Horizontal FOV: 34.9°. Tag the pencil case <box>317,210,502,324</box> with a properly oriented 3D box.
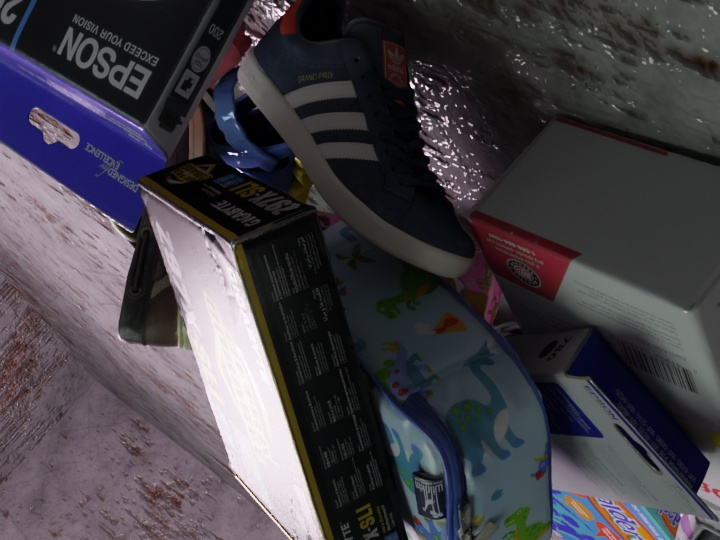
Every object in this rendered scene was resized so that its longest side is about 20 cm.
[{"bbox_3d":[0.000,0.000,0.770,0.197,0.087,0.084,11,132,7],"label":"pencil case"}]

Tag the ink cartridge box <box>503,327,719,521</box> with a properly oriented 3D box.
[{"bbox_3d":[0.118,0.081,0.626,0.100,0.039,0.200,48,165,-9],"label":"ink cartridge box"}]

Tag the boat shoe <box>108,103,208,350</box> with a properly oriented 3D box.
[{"bbox_3d":[-0.132,-0.039,0.749,0.072,0.065,0.203,109,158,-54],"label":"boat shoe"}]

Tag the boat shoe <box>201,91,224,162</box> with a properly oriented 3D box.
[{"bbox_3d":[-0.162,-0.129,0.957,0.199,0.066,0.074,46,162,-13],"label":"boat shoe"}]

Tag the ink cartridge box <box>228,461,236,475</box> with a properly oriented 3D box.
[{"bbox_3d":[-0.046,0.164,1.148,0.085,0.146,0.200,45,159,-2],"label":"ink cartridge box"}]

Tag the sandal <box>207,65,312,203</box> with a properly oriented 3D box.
[{"bbox_3d":[-0.066,-0.091,0.792,0.086,0.081,0.200,8,158,-12],"label":"sandal"}]

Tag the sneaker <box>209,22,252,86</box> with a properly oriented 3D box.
[{"bbox_3d":[-0.132,-0.188,0.763,0.201,0.086,0.074,59,177,31],"label":"sneaker"}]

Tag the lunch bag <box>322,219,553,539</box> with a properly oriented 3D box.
[{"bbox_3d":[0.025,0.079,0.645,0.200,0.082,0.162,47,155,42],"label":"lunch bag"}]

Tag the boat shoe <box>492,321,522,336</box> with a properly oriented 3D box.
[{"bbox_3d":[0.117,0.068,0.852,0.198,0.074,0.067,27,140,22],"label":"boat shoe"}]

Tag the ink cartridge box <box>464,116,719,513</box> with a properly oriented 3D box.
[{"bbox_3d":[0.161,0.031,0.619,0.144,0.084,0.201,26,156,43],"label":"ink cartridge box"}]

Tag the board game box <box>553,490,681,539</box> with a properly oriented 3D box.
[{"bbox_3d":[0.201,0.187,0.960,0.152,0.045,0.199,50,159,-22],"label":"board game box"}]

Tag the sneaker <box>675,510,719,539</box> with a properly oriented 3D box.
[{"bbox_3d":[0.235,0.242,0.798,0.077,0.140,0.202,19,133,28],"label":"sneaker"}]

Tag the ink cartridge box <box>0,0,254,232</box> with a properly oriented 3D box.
[{"bbox_3d":[-0.160,-0.154,0.685,0.197,0.202,0.043,30,-177,32],"label":"ink cartridge box"}]

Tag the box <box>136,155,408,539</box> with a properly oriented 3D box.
[{"bbox_3d":[-0.049,0.049,0.611,0.159,0.049,0.202,32,141,61],"label":"box"}]

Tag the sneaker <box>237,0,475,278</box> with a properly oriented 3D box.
[{"bbox_3d":[0.008,-0.084,0.628,0.200,0.085,0.075,50,-158,28],"label":"sneaker"}]
